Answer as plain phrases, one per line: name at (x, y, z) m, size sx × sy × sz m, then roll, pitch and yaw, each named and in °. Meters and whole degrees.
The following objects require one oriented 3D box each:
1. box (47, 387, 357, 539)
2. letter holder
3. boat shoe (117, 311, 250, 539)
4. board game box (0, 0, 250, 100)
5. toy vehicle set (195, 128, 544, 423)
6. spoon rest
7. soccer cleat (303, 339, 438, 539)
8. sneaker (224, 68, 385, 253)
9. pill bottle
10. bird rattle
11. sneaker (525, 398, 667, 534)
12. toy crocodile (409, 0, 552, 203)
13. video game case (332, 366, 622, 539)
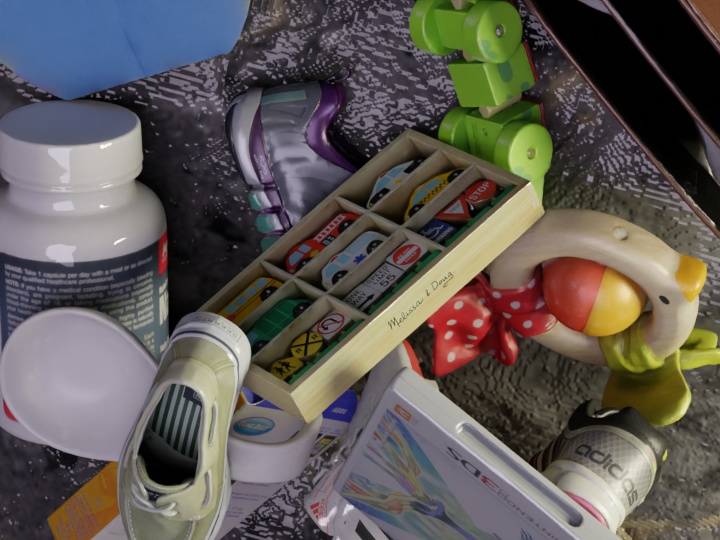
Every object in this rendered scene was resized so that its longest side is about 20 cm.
box at (-0.096, 0.124, 1.798) m, size 0.200 × 0.119 × 0.041 m, roll -43°, pitch 60°, yaw 22°
letter holder at (0.192, -0.116, 1.623) m, size 0.101 × 0.142 × 0.200 m, roll -36°, pitch 101°, yaw 22°
boat shoe at (-0.113, 0.110, 1.627) m, size 0.072 × 0.062 × 0.200 m, roll 22°, pitch 131°, yaw 11°
board game box at (-0.159, -0.197, 1.721) m, size 0.200 × 0.039 × 0.158 m, roll -15°, pitch 113°, yaw 22°
toy vehicle set at (0.000, 0.000, 1.657) m, size 0.200 × 0.124 × 0.027 m, roll -41°, pitch 127°, yaw -19°
spoon rest at (-0.125, 0.084, 1.689) m, size 0.200 × 0.061 × 0.099 m, roll 18°, pitch 116°, yaw -1°
soccer cleat at (0.006, 0.130, 1.783) m, size 0.085 × 0.069 × 0.200 m, roll -8°, pitch 129°, yaw -15°
sneaker at (-0.017, -0.026, 1.744) m, size 0.087 × 0.074 × 0.200 m, roll -15°, pitch 108°, yaw 12°
pill bottle at (-0.182, 0.000, 1.760) m, size 0.120 × 0.120 × 0.200 m, roll 5°, pitch 113°, yaw 10°
bird rattle at (0.135, 0.014, 1.702) m, size 0.200 × 0.113 × 0.163 m, roll 30°, pitch 144°, yaw 7°
sneaker at (0.136, 0.126, 1.674) m, size 0.074 × 0.200 × 0.087 m, roll 45°, pitch 76°, yaw 1°
toy crocodile at (0.083, -0.116, 1.695) m, size 0.067 × 0.062 × 0.200 m, roll 13°, pitch 124°, yaw 50°
video game case at (0.073, 0.152, 1.651) m, size 0.182 × 0.022 × 0.200 m, roll 39°, pitch 157°, yaw 6°
